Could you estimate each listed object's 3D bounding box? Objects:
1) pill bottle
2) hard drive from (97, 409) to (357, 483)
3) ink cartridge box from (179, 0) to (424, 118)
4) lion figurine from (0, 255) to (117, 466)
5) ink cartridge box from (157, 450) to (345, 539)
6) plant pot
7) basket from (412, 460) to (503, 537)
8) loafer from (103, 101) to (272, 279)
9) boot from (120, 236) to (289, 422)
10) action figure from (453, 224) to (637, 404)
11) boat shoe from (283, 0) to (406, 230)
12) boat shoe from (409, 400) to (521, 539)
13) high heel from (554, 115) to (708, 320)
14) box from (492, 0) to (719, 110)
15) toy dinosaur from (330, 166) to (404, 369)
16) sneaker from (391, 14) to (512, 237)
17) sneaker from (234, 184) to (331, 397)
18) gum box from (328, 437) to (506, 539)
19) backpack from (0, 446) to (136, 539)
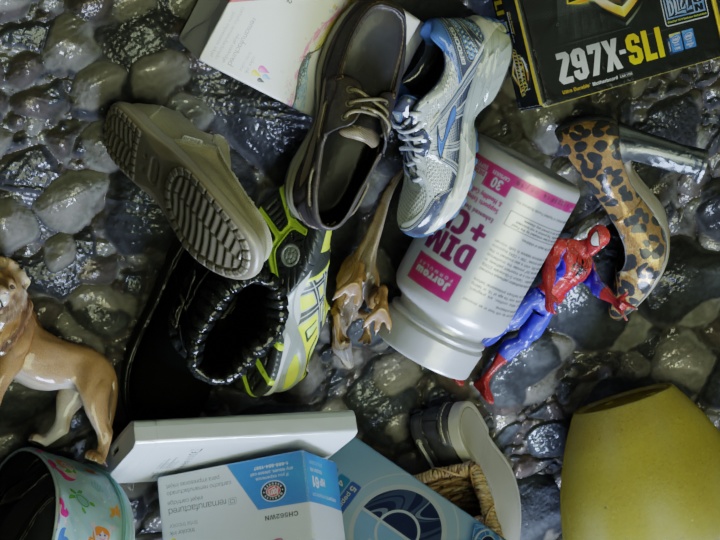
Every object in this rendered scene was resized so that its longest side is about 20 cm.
[{"bbox_3d":[0.102,-0.011,1.516,0.113,0.113,0.200,22,101,-29],"label":"pill bottle"},{"bbox_3d":[-0.119,0.156,1.494,0.200,0.132,0.027,0,68,-23],"label":"hard drive"},{"bbox_3d":[-0.034,-0.191,1.409,0.200,0.067,0.117,24,101,-30],"label":"ink cartridge box"},{"bbox_3d":[-0.266,0.078,1.423,0.200,0.072,0.123,36,66,-41],"label":"lion figurine"},{"bbox_3d":[-0.089,0.271,1.478,0.144,0.200,0.085,-13,163,16],"label":"ink cartridge box"},{"bbox_3d":[0.276,0.192,1.649,0.200,0.200,0.142,-18,91,-16],"label":"plant pot"},{"bbox_3d":[0.042,0.292,1.570,0.200,0.143,0.149,-15,121,6],"label":"basket"},{"bbox_3d":[-0.128,-0.074,1.357,0.068,0.200,0.076,-21,146,-37],"label":"loafer"},{"bbox_3d":[-0.135,0.072,1.423,0.079,0.158,0.211,8,108,-26],"label":"boot"},{"bbox_3d":[0.174,0.047,1.568,0.065,0.099,0.200,30,103,-32],"label":"action figure"},{"bbox_3d":[0.000,-0.122,1.370,0.074,0.073,0.200,8,109,-25],"label":"boat shoe"},{"bbox_3d":[0.105,0.204,1.652,0.063,0.073,0.200,-5,129,26],"label":"boat shoe"},{"bbox_3d":[0.227,-0.051,1.599,0.142,0.071,0.200,16,119,-4],"label":"high heel"},{"bbox_3d":[0.210,-0.238,1.464,0.200,0.049,0.160,-17,98,-24],"label":"box"},{"bbox_3d":[0.000,0.000,1.500,0.060,0.106,0.200,15,111,-15],"label":"toy dinosaur"},{"bbox_3d":[0.055,-0.127,1.449,0.085,0.077,0.200,6,107,-33],"label":"sneaker"},{"bbox_3d":[-0.062,0.011,1.492,0.076,0.075,0.200,-1,112,-56],"label":"sneaker"},{"bbox_3d":[0.018,0.269,1.526,0.170,0.200,0.045,-52,156,-12],"label":"gum box"},{"bbox_3d":[-0.267,0.257,1.436,0.150,0.177,0.200,16,94,-31],"label":"backpack"}]
